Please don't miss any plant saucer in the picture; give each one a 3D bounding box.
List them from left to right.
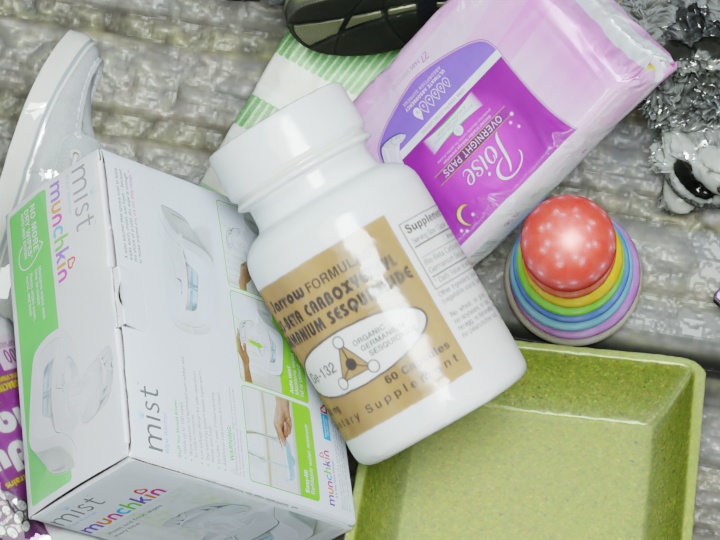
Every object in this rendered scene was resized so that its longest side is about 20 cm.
[{"bbox_3d":[0.098,0.132,1.683,0.199,0.048,0.201,6,48,5],"label":"plant saucer"}]

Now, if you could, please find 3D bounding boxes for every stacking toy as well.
[{"bbox_3d":[0.124,-0.009,1.659,0.085,0.200,0.086,-1,82,4],"label":"stacking toy"}]

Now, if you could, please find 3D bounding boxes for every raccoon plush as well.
[{"bbox_3d":[0.215,-0.131,1.747,0.096,0.134,0.201,-1,49,17],"label":"raccoon plush"}]

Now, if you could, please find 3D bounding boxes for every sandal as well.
[{"bbox_3d":[0.053,-0.175,1.734,0.200,0.080,0.058,-2,52,-4],"label":"sandal"}]

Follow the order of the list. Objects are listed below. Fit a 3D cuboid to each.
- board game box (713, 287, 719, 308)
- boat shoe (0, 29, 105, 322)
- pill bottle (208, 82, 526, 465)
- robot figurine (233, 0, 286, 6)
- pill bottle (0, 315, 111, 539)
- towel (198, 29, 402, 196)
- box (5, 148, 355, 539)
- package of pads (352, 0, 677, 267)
[{"bbox_3d":[0.325,-0.012,1.731,0.200,0.032,0.120,-45,77,-1],"label":"board game box"},{"bbox_3d":[-0.185,-0.049,1.747,0.068,0.072,0.201,16,68,3],"label":"boat shoe"},{"bbox_3d":[0.000,0.000,1.635,0.114,0.114,0.201,-30,89,0],"label":"pill bottle"},{"bbox_3d":[-0.022,-0.238,1.770,0.199,0.058,0.146,-17,70,2],"label":"robot figurine"},{"bbox_3d":[-0.205,0.136,1.645,0.112,0.112,0.201,-30,81,0],"label":"pill bottle"},{"bbox_3d":[0.000,-0.079,1.771,0.152,0.023,0.201,29,87,8],"label":"towel"},{"bbox_3d":[-0.104,0.056,1.644,0.097,0.176,0.201,-32,54,36],"label":"box"},{"bbox_3d":[0.078,-0.096,1.676,0.121,0.076,0.200,50,120,10],"label":"package of pads"}]
